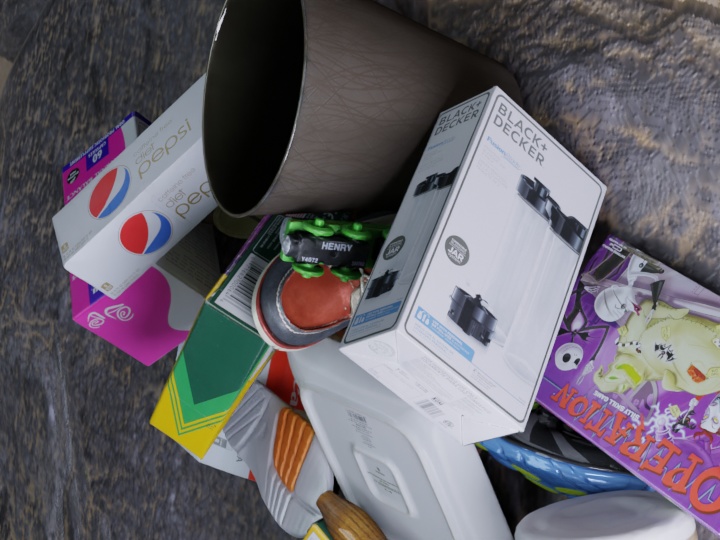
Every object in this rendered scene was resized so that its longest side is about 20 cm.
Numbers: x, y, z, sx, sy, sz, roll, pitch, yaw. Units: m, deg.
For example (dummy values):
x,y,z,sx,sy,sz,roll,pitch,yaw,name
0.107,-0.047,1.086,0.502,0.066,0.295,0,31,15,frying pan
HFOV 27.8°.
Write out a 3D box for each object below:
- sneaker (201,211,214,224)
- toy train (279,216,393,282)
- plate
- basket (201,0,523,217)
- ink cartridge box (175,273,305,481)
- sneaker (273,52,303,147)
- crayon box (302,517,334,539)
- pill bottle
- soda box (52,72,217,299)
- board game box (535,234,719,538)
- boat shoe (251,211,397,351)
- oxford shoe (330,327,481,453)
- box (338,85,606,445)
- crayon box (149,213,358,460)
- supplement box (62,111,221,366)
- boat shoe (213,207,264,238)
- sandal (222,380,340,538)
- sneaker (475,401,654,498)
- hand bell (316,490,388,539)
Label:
x,y,z,sx,sy,sz,roll,pitch,yaw,name
-0.120,-0.140,1.311,0.070,0.075,0.202,12,99,53,sneaker
0.033,-0.014,1.008,0.056,0.198,0.042,46,126,58,toy train
0.026,0.145,1.060,0.199,0.032,0.201,18,137,53,plate
0.006,-0.115,1.030,0.135,0.198,0.183,-4,80,55,basket
-0.104,0.108,1.307,0.200,0.047,0.162,30,112,52,ink cartridge box
-0.057,-0.160,1.116,0.088,0.075,0.202,-5,93,53,sneaker
0.014,0.296,1.108,0.200,0.051,0.126,49,129,19,crayon box
0.161,0.245,0.884,0.110,0.110,0.202,-4,97,53,pill bottle
-0.163,-0.071,1.204,0.200,0.064,0.068,-41,42,15,soda box
0.188,0.067,0.889,0.121,0.032,0.200,-55,42,0,board game box
0.000,0.000,1.055,0.062,0.199,0.072,-15,98,42,boat shoe
0.032,0.087,1.127,0.201,0.070,0.074,55,155,38,oxford shoe
0.077,-0.005,0.937,0.060,0.116,0.201,-23,35,50,box
-0.076,0.024,1.142,0.058,0.201,0.173,32,138,2,crayon box
-0.201,-0.031,1.337,0.101,0.103,0.201,-34,45,20,supplement box
-0.056,-0.107,1.234,0.200,0.074,0.069,-43,36,31,boat shoe
-0.054,0.149,1.214,0.080,0.059,0.207,-63,32,11,sandal
0.116,0.095,0.986,0.199,0.071,0.083,29,81,38,sneaker
0.035,0.229,1.039,0.200,0.104,0.105,45,124,32,hand bell
